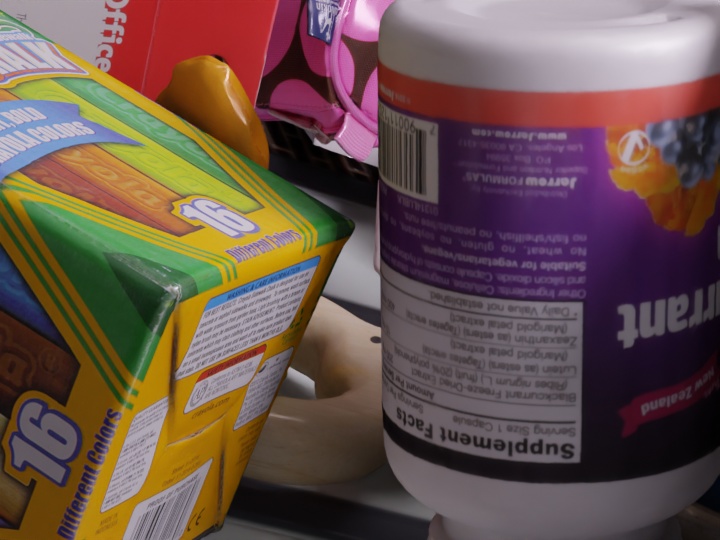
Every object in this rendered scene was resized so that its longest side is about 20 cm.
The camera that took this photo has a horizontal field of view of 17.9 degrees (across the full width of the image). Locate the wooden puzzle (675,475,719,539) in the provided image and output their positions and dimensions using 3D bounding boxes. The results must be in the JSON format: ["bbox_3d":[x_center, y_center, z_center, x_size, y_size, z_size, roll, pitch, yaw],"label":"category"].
[{"bbox_3d":[0.168,0.069,0.948,0.184,0.047,0.200,25,21,-7],"label":"wooden puzzle"}]

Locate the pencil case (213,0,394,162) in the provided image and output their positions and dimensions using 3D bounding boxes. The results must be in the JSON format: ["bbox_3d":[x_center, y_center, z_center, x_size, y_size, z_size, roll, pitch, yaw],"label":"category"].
[{"bbox_3d":[-0.042,-0.098,0.992,0.090,0.094,0.199,25,-10,-35],"label":"pencil case"}]

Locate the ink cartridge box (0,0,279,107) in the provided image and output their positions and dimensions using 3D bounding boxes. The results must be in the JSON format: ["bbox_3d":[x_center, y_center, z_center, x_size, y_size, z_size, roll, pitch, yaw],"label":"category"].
[{"bbox_3d":[-0.138,-0.087,0.824,0.198,0.117,0.068,3,42,-16],"label":"ink cartridge box"}]

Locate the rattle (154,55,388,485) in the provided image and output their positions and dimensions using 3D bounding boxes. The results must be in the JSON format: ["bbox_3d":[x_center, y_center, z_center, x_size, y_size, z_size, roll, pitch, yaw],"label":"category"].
[{"bbox_3d":[0.000,0.000,0.825,0.198,0.144,0.130,6,9,-27],"label":"rattle"}]

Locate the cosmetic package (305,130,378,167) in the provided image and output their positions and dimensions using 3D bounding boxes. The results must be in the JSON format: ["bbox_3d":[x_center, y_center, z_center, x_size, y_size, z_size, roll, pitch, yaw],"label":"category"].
[{"bbox_3d":[-0.009,-0.119,1.118,0.050,0.083,0.200,16,14,-18],"label":"cosmetic package"}]

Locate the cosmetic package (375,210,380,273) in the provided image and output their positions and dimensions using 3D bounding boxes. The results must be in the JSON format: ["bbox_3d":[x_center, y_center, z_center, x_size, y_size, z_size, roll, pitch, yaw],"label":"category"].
[{"bbox_3d":[0.112,-0.020,0.885,0.083,0.198,0.051,48,35,-45],"label":"cosmetic package"}]

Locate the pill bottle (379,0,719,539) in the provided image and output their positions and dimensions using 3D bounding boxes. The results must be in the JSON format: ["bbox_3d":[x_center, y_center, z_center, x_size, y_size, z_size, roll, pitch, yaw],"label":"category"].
[{"bbox_3d":[0.062,0.015,0.722,0.110,0.202,0.112,-1,17,0],"label":"pill bottle"}]

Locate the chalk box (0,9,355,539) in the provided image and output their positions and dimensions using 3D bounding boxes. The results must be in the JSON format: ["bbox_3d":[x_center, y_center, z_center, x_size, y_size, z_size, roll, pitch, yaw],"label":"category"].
[{"bbox_3d":[-0.127,-0.003,0.702,0.199,0.125,0.125,31,22,15],"label":"chalk box"}]
